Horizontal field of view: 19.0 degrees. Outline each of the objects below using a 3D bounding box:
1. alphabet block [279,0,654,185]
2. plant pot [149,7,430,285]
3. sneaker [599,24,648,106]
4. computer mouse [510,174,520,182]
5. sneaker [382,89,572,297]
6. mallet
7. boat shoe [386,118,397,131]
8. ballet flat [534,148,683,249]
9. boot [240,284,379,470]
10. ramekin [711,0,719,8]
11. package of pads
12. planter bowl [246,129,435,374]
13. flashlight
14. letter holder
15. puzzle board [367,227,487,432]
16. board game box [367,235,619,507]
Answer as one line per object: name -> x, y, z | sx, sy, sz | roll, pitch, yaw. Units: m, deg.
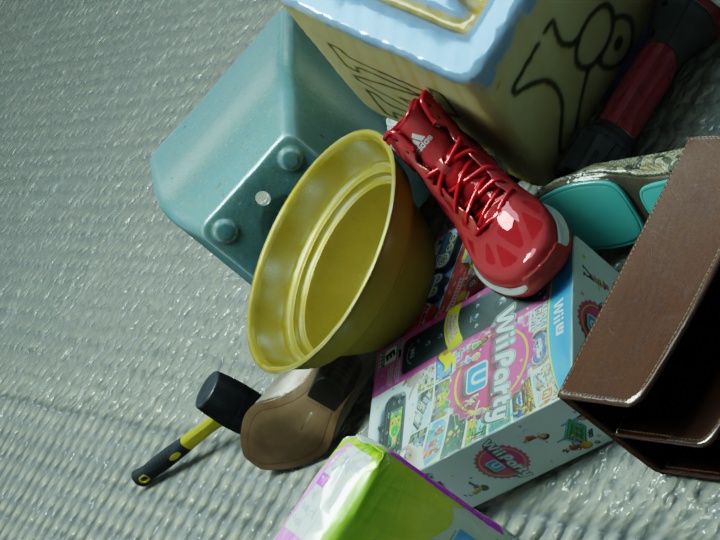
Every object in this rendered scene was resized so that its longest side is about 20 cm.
alphabet block -> 0.086, -0.211, 1.639 | 0.196, 0.200, 0.196 | 29, 81, 28
plant pot -> -0.054, -0.068, 1.829 | 0.196, 0.196, 0.200 | -47, 15, 15
sneaker -> 0.195, -0.219, 1.753 | 0.075, 0.088, 0.201 | -32, 34, 35
computer mouse -> 0.114, -0.115, 1.796 | 0.138, 0.053, 0.200 | -37, 28, -1
sneaker -> 0.071, -0.059, 1.556 | 0.078, 0.115, 0.200 | -49, 30, 4
mallet -> -0.159, 0.146, 1.931 | 0.200, 0.066, 0.041 | -30, 33, 42
boat shoe -> 0.087, -0.183, 1.799 | 0.200, 0.069, 0.071 | -44, 30, -15
ballet flat -> 0.213, -0.059, 1.562 | 0.200, 0.068, 0.075 | -11, 26, 49
boot -> -0.021, 0.072, 1.788 | 0.200, 0.070, 0.146 | -42, 15, 51
ramekin -> 0.319, -0.259, 1.548 | 0.202, 0.094, 0.203 | -29, 37, 25
package of pads -> 0.000, 0.227, 1.442 | 0.200, 0.154, 0.068 | -56, 25, -5
planter bowl -> 0.000, 0.000, 1.651 | 0.200, 0.083, 0.201 | -44, 32, 37
flashlight -> 0.220, -0.148, 1.645 | 0.200, 0.068, 0.068 | -57, 33, -8
letter holder -> 0.240, 0.023, 1.351 | 0.142, 0.100, 0.201 | 2, 59, 59
puzzle board -> 0.081, 0.032, 1.715 | 0.150, 0.017, 0.201 | -21, 41, 50
board game box -> 0.096, 0.085, 1.547 | 0.200, 0.064, 0.148 | -31, 36, 33
